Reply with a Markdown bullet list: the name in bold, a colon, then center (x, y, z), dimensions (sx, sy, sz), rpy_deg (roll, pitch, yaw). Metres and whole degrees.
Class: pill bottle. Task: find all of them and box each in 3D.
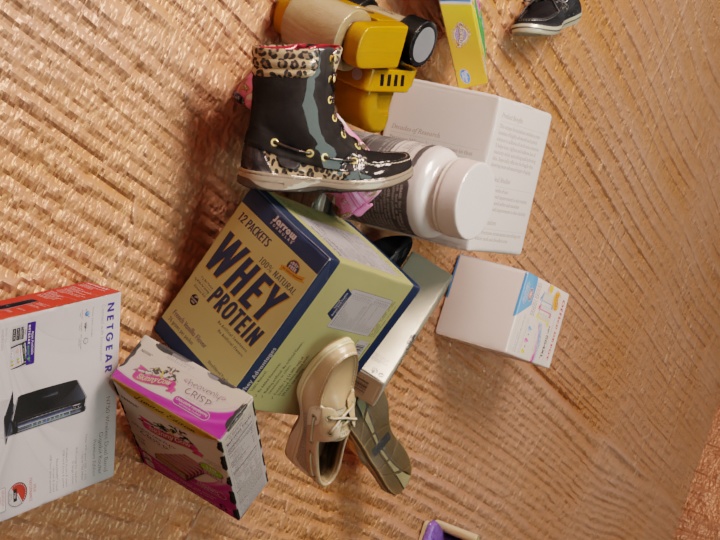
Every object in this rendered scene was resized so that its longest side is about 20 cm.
- **pill bottle**: center (0.056, -0.103, 1.490), dimensions (0.113, 0.199, 0.114), rpy_deg (-28, 126, -49)

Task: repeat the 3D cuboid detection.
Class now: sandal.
- **sandal**: center (0.009, 0.222, 1.677), dimensions (0.080, 0.054, 0.201), rpy_deg (-40, 116, -36)

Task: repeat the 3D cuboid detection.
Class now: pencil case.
- **pencil case**: center (-0.052, -0.150, 1.360), dimensions (0.200, 0.083, 0.087), rpy_deg (48, 59, -28)

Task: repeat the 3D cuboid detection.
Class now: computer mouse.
- **computer mouse**: center (0.000, 0.000, 1.564), dimensions (0.200, 0.046, 0.141), rpy_deg (-47, 165, -28)

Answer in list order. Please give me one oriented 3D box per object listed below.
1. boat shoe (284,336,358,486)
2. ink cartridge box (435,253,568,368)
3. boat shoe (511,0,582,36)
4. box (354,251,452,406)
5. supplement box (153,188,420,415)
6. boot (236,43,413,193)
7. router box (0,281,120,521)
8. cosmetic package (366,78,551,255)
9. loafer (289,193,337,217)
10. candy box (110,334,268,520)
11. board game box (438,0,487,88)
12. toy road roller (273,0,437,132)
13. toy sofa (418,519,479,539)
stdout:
- **boat shoe**: center (-0.032, 0.158, 1.342), dimensions (0.072, 0.065, 0.201), rpy_deg (-20, 141, -38)
- **ink cartridge box**: center (0.229, 0.068, 1.893), dimensions (0.200, 0.125, 0.129), rpy_deg (21, 85, -57)
- **boat shoe**: center (0.281, -0.392, 1.840), dimensions (0.200, 0.074, 0.063), rpy_deg (-34, 125, -52)
- **box**: center (0.044, 0.077, 1.639), dimensions (0.200, 0.068, 0.082), rpy_deg (-55, 173, -29)
- **supplement box**: center (-0.078, 0.042, 1.347), dimensions (0.200, 0.134, 0.200), rpy_deg (-54, 149, 11)
- **boot**: center (-0.033, -0.161, 1.280), dimensions (0.199, 0.073, 0.151), rpy_deg (-3, 104, -21)
- **router box**: center (-0.313, 0.123, 1.160), dimensions (0.179, 0.049, 0.201), rpy_deg (-16, 116, -53)
- **cosmetic package**: center (0.132, -0.136, 1.625), dimensions (0.167, 0.166, 0.201), rpy_deg (5, 99, -57)
- **loafer**: center (-0.053, -0.052, 1.465), dimensions (0.070, 0.070, 0.201), rpy_deg (-15, 114, -54)
- **candy box**: center (-0.173, 0.168, 1.261), dimensions (0.061, 0.136, 0.200), rpy_deg (-53, 159, -28)
- **board game box**: center (0.126, -0.362, 1.577), dimensions (0.153, 0.040, 0.200), rpy_deg (-87, 164, -47)
- **toy road roller**: center (-0.012, -0.239, 1.412), dimensions (0.200, 0.123, 0.147), rpy_deg (-11, 123, -55)
- **toy sofa**: center (0.122, 0.507, 1.946), dimensions (0.098, 0.083, 0.201), rpy_deg (45, 65, -55)
